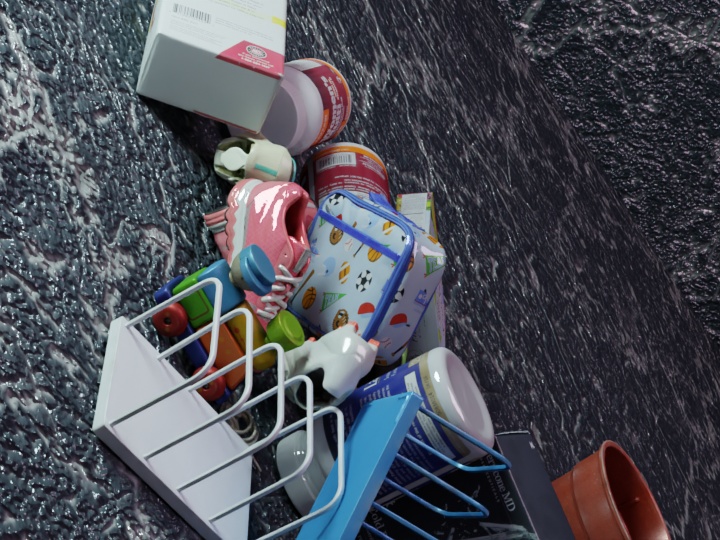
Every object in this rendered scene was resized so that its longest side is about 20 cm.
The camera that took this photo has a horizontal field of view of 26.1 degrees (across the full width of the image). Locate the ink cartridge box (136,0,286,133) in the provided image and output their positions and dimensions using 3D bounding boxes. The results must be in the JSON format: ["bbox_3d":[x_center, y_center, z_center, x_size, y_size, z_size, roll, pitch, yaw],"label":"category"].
[{"bbox_3d":[-0.161,-0.257,1.722,0.143,0.084,0.201,17,36,-13],"label":"ink cartridge box"}]

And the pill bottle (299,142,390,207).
[{"bbox_3d":[-0.016,-0.051,1.866,0.113,0.112,0.201,47,26,-37],"label":"pill bottle"}]

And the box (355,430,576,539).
[{"bbox_3d":[0.115,0.299,1.613,0.124,0.195,0.202,11,53,-66],"label":"box"}]

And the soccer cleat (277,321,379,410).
[{"bbox_3d":[-0.046,0.105,1.510,0.069,0.200,0.078,39,64,-7],"label":"soccer cleat"}]

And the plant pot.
[{"bbox_3d":[0.265,0.344,1.936,0.201,0.194,0.202,50,23,-31],"label":"plant pot"}]

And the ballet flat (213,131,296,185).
[{"bbox_3d":[-0.127,-0.122,1.699,0.070,0.069,0.200,56,-12,-17],"label":"ballet flat"}]

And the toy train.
[{"bbox_3d":[-0.100,0.081,1.472,0.201,0.115,0.085,60,21,-7],"label":"toy train"}]

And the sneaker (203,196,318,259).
[{"bbox_3d":[-0.103,-0.032,1.710,0.199,0.073,0.088,-9,82,-63],"label":"sneaker"}]

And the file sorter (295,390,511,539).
[{"bbox_3d":[0.028,0.230,1.379,0.122,0.202,0.139,31,-17,-10],"label":"file sorter"}]

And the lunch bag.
[{"bbox_3d":[0.000,0.000,1.649,0.075,0.162,0.200,21,7,-35],"label":"lunch bag"}]

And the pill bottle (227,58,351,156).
[{"bbox_3d":[-0.087,-0.195,1.878,0.110,0.109,0.200,61,19,-3],"label":"pill bottle"}]

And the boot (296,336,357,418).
[{"bbox_3d":[0.004,0.166,1.718,0.200,0.066,0.177,19,51,-67],"label":"boot"}]

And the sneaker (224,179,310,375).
[{"bbox_3d":[-0.092,0.002,1.559,0.074,0.086,0.203,23,66,-58],"label":"sneaker"}]

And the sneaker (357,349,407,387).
[{"bbox_3d":[0.012,0.060,1.773,0.077,0.083,0.203,-132,-136,-59],"label":"sneaker"}]

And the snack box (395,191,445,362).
[{"bbox_3d":[0.076,0.023,1.974,0.143,0.052,0.202,-80,165,-58],"label":"snack box"}]

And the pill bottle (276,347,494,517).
[{"bbox_3d":[0.023,0.169,1.539,0.116,0.198,0.116,54,17,-25],"label":"pill bottle"}]

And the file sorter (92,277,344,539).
[{"bbox_3d":[-0.118,0.126,1.358,0.200,0.124,0.140,49,22,-31],"label":"file sorter"}]
